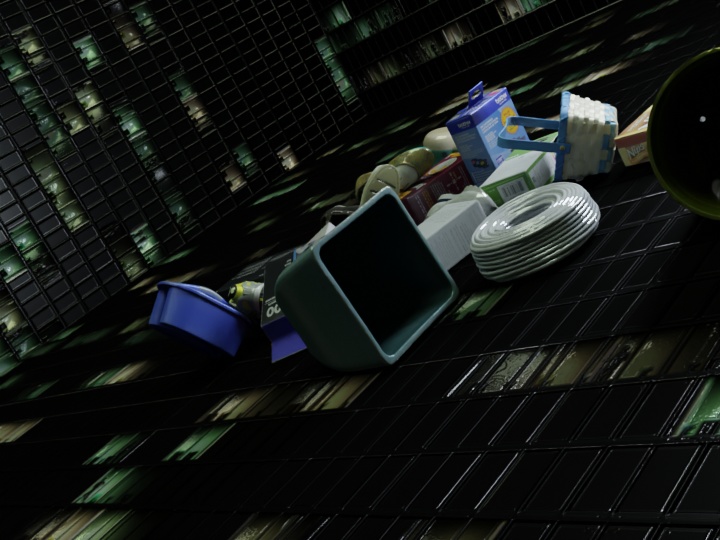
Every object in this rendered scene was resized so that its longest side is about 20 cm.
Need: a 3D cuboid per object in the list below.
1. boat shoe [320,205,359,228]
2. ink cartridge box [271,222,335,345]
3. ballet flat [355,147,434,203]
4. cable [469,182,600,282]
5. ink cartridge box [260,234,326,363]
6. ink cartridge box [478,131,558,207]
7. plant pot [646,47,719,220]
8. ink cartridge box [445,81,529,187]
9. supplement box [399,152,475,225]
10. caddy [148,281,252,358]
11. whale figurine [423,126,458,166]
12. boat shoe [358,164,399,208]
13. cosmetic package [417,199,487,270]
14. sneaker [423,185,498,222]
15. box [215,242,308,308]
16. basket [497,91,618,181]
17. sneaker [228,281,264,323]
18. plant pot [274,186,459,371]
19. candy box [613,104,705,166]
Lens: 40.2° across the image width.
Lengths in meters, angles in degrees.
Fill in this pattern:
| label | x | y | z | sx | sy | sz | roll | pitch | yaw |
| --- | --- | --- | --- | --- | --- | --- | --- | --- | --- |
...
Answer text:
| label | x | y | z | sx | sy | sz | roll | pitch | yaw |
| --- | --- | --- | --- | --- | --- | --- | --- | --- | --- |
| boat shoe | -0.041 | -0.115 | 2.310 | 0.198 | 0.068 | 0.057 | -9 | 19 | 48 |
| ink cartridge box | -0.110 | 0.022 | 1.812 | 0.162 | 0.057 | 0.201 | -41 | 15 | 32 |
| ballet flat | 0.066 | -0.183 | 1.977 | 0.198 | 0.071 | 0.071 | -21 | 15 | 38 |
| cable | 0.257 | -0.060 | 1.453 | 0.199 | 0.070 | 0.199 | -37 | 15 | -30 |
| ink cartridge box | -0.083 | 0.037 | 1.692 | 0.196 | 0.043 | 0.202 | -25 | 45 | 23 |
| ink cartridge box | 0.308 | -0.182 | 1.818 | 0.103 | 0.060 | 0.200 | -19 | 17 | 38 |
| plant pot | 0.471 | -0.179 | 1.224 | 0.198 | 0.203 | 0.192 | -22 | 3 | 27 |
| ink cartridge box | 0.253 | -0.264 | 1.926 | 0.076 | 0.202 | 0.136 | -14 | 20 | 49 |
| supplement box | 0.159 | -0.156 | 1.984 | 0.199 | 0.086 | 0.110 | -36 | 15 | -22 |
| caddy | -0.300 | 0.085 | 1.852 | 0.141 | 0.198 | 0.106 | -10 | 55 | 57 |
| whale figurine | 0.245 | -0.279 | 2.285 | 0.196 | 0.106 | 0.159 | -3 | 16 | 6 |
| boat shoe | 0.021 | -0.112 | 1.938 | 0.068 | 0.074 | 0.203 | 20 | 93 | 69 |
| cosmetic package | 0.121 | -0.037 | 1.662 | 0.199 | 0.075 | 0.101 | -38 | 15 | -23 |
| sneaker | 0.178 | -0.097 | 1.786 | 0.080 | 0.077 | 0.200 | -43 | 10 | -20 |
| box | -0.199 | 0.027 | 2.096 | 0.198 | 0.080 | 0.141 | -18 | 14 | 40 |
| basket | 0.340 | -0.231 | 1.690 | 0.197 | 0.141 | 0.177 | 11 | 25 | 12 |
| sneaker | -0.213 | 0.053 | 1.911 | 0.200 | 0.075 | 0.077 | 106 | 177 | -75 |
| plant pot | -0.014 | 0.031 | 1.463 | 0.195 | 0.198 | 0.199 | -40 | 9 | -39 |
| candy box | 0.520 | -0.250 | 1.619 | 0.199 | 0.056 | 0.115 | -40 | 16 | -33 |
